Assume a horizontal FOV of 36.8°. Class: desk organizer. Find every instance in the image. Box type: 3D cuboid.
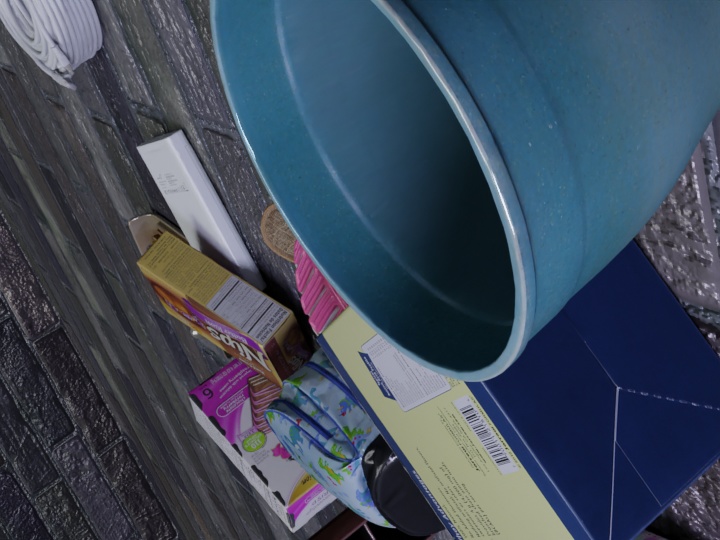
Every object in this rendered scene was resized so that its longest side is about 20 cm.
[{"bbox_3d":[-0.018,0.324,1.208,0.072,0.199,0.077,58,156,-5],"label":"desk organizer"}]

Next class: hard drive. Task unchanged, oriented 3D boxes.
[{"bbox_3d":[-0.186,-0.064,1.260,0.202,0.026,0.131,62,158,-15],"label":"hard drive"}]

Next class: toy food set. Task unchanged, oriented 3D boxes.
[{"bbox_3d":[-0.238,0.020,1.440,0.199,0.060,0.145,32,148,46],"label":"toy food set"}]

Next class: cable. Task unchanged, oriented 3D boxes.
[{"bbox_3d":[-0.375,-0.326,1.245,0.199,0.069,0.202,34,148,46],"label":"cable"}]

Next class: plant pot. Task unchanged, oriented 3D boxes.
[{"bbox_3d":[0.067,-0.088,0.470,0.200,0.187,0.201,45,156,27],"label":"plant pot"}]

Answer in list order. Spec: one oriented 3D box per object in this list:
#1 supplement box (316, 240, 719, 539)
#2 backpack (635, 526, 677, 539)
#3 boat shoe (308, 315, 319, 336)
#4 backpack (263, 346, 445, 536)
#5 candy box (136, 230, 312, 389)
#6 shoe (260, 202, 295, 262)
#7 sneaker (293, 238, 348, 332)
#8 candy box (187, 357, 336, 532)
[{"bbox_3d":[0.098,0.066,0.689,0.201,0.134,0.200,55,158,4],"label":"supplement box"},{"bbox_3d":[0.188,0.258,0.777,0.199,0.126,0.169,11,127,57],"label":"backpack"},{"bbox_3d":[0.013,0.077,0.963,0.200,0.070,0.063,47,144,36],"label":"boat shoe"},{"bbox_3d":[0.000,0.157,1.043,0.201,0.153,0.164,55,180,43],"label":"backpack"},{"bbox_3d":[-0.152,0.047,1.230,0.199,0.057,0.117,32,159,26],"label":"candy box"},{"bbox_3d":[0.000,0.000,0.930,0.199,0.053,0.070,39,116,22],"label":"shoe"},{"bbox_3d":[0.030,0.035,0.838,0.200,0.088,0.081,49,145,-1],"label":"sneaker"},{"bbox_3d":[-0.087,0.178,1.235,0.200,0.136,0.061,41,155,32],"label":"candy box"}]
